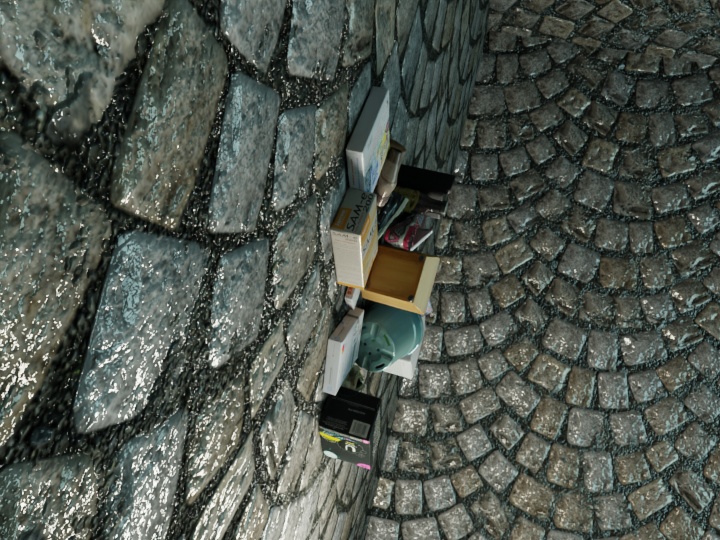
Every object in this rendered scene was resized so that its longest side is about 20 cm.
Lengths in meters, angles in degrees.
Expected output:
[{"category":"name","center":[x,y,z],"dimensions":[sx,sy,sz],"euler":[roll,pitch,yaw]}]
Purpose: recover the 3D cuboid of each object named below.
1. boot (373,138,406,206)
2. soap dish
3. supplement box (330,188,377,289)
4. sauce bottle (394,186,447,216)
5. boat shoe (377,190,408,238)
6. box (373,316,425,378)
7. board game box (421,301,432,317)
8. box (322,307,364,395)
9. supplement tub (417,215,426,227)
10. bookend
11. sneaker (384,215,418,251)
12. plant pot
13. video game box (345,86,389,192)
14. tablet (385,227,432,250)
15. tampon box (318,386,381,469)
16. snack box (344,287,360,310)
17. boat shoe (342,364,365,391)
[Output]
[{"category":"boot","center":[0.065,-0.256,1.492],"dimensions":[0.201,0.069,0.149],"euler":[-82,-168,-68]},{"category":"soap dish","center":[0.102,0.016,1.546],"dimensions":[0.081,0.196,0.161],"euler":[28,77,-59]},{"category":"supplement box","center":[-0.010,-0.069,1.315],"dimensions":[0.202,0.072,0.128],"euler":[85,21,-54]},{"category":"sauce bottle","center":[0.143,-0.193,1.585],"dimensions":[0.066,0.195,0.068],"euler":[12,90,-77]},{"category":"boat shoe","center":[0.047,-0.134,1.513],"dimensions":[0.200,0.066,0.074],"euler":[-51,-176,-13]},{"category":"box","center":[0.127,0.243,2.022],"dimensions":[0.201,0.167,0.203],"euler":[77,29,-64]},{"category":"board game box","center":[0.140,0.012,1.787],"dimensions":[0.201,0.061,0.203],"euler":[53,-17,47]},{"category":"box","center":[-0.044,0.210,1.524],"dimensions":[0.200,0.040,0.159],"euler":[-53,153,-64]},{"category":"supplement tub","center":[0.159,-0.152,1.914],"dimensions":[0.108,0.104,0.202],"euler":[89,18,-48]},{"category":"bookend","center":[0.164,-0.191,1.683],"dimensions":[0.093,0.195,0.202],"euler":[-60,159,-50]},{"category":"sneaker","center":[0.117,-0.112,1.577],"dimensions":[0.200,0.073,0.082],"euler":[-49,154,-74]},{"category":"plant pot","center":[0.066,0.196,1.702],"dimensions":[0.196,0.196,0.205],"euler":[-30,132,-62]},{"category":"video game box","center":[0.021,-0.278,1.303],"dimensions":[0.184,0.046,0.203],"euler":[81,25,-55]},{"category":"tablet","center":[0.133,-0.087,1.720],"dimensions":[0.130,0.014,0.200],"euler":[-42,-164,-8]},{"category":"tampon box","center":[-0.025,0.437,1.589],"dimensions":[0.202,0.146,0.128],"euler":[88,20,-50]},{"category":"snack box","center":[0.000,0.000,1.540],"dimensions":[0.072,0.024,0.204],"euler":[80,26,-63]},{"category":"boat shoe","center":[-0.020,0.334,1.699],"dimensions":[0.200,0.063,0.074],"euler":[-14,117,-76]}]
